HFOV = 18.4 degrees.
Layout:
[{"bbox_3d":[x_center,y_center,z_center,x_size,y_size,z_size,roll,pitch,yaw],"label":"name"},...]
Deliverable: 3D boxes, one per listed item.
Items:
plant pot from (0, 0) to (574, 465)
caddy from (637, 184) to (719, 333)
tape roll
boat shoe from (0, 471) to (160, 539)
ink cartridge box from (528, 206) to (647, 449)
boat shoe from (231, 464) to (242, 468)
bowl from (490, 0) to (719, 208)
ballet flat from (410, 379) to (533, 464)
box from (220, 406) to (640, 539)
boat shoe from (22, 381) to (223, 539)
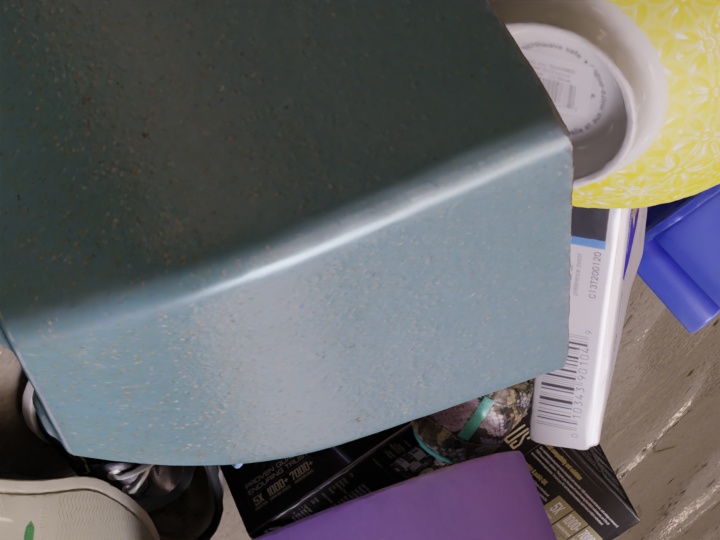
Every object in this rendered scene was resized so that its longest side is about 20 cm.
[{"bbox_3d":[-0.054,-0.037,0.833,0.200,0.196,0.196,-25,155,-8],"label":"plant pot"},{"bbox_3d":[0.251,-0.051,1.415,0.200,0.105,0.141,-36,180,-18],"label":"caddy"},{"bbox_3d":[0.002,0.163,1.087,0.200,0.085,0.200,-21,169,-4],"label":"tape roll"},{"bbox_3d":[-0.166,0.127,1.044,0.200,0.068,0.072,24,74,-54],"label":"boat shoe"},{"bbox_3d":[0.130,-0.042,1.173,0.200,0.043,0.198,-65,161,-57],"label":"ink cartridge box"},{"bbox_3d":[-0.044,0.031,0.971,0.200,0.084,0.069,-37,-160,27],"label":"boat shoe"},{"bbox_3d":[0.090,-0.096,0.909,0.108,0.200,0.200,-57,173,-46],"label":"bowl"},{"bbox_3d":[0.065,0.010,1.129,0.200,0.072,0.072,-84,-165,-48],"label":"ballet flat"},{"bbox_3d":[0.038,0.114,1.251,0.164,0.086,0.200,-35,138,10],"label":"box"},{"bbox_3d":[-0.109,0.087,1.105,0.076,0.060,0.200,-40,157,-4],"label":"boat shoe"}]
